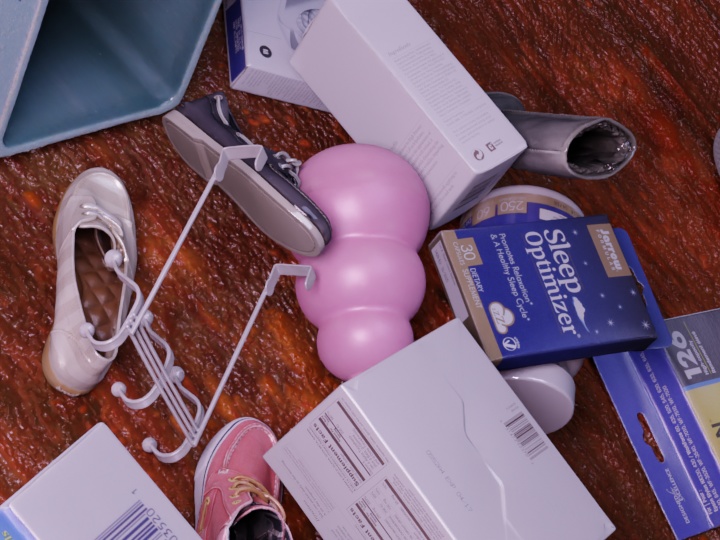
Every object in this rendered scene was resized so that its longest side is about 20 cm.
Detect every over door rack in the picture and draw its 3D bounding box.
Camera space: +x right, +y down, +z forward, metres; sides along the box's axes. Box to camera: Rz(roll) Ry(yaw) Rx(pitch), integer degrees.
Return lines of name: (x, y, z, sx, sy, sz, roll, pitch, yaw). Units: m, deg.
over door rack: (-0.125, 0.022, 1.387, 0.200, 0.067, 0.148, -55, 144, -28)

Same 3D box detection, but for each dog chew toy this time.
dog chew toy: (0.000, 0.000, 1.527, 0.124, 0.124, 0.200, 9, 65, -33)

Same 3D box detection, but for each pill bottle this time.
pill bottle: (0.138, 0.036, 1.606, 0.116, 0.116, 0.200, 24, 50, -24)

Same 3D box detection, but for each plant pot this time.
plant pot: (-0.242, -0.242, 1.454, 0.196, 0.196, 0.200, -21, 59, -43)

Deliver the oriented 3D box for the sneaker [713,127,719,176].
sneaker: (0.427, -0.069, 1.928, 0.082, 0.074, 0.200, 13, 56, -27)

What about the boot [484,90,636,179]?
boot: (0.158, -0.122, 1.663, 0.182, 0.200, 0.073, -25, 107, -46)

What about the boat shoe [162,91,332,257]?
boat shoe: (-0.080, -0.084, 1.494, 0.063, 0.073, 0.200, -36, 52, -19)

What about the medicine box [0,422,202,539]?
medicine box: (-0.178, 0.228, 1.176, 0.182, 0.200, 0.103, 49, 42, 0)

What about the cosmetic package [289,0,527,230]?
cosmetic package: (0.039, -0.144, 1.588, 0.074, 0.102, 0.200, -30, 78, -36)

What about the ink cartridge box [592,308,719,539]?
ink cartridge box: (0.329, 0.135, 1.739, 0.200, 0.047, 0.198, -9, 69, -43)

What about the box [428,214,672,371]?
box: (0.164, 0.016, 1.537, 0.200, 0.032, 0.121, -6, 63, -29)

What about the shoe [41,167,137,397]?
shoe: (-0.198, 0.000, 1.415, 0.070, 0.053, 0.200, 20, 52, -26)

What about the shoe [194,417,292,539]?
shoe: (-0.080, 0.180, 1.360, 0.071, 0.091, 0.200, 30, 48, -18)

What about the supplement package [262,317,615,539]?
supplement package: (0.059, 0.164, 1.376, 0.200, 0.111, 0.156, 54, 40, 8)

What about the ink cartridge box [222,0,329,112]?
ink cartridge box: (-0.033, -0.233, 1.706, 0.200, 0.041, 0.200, 12, 56, -32)
